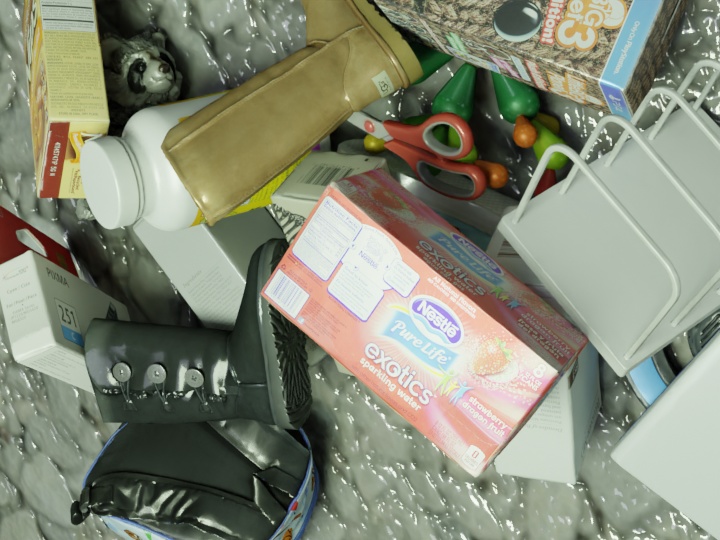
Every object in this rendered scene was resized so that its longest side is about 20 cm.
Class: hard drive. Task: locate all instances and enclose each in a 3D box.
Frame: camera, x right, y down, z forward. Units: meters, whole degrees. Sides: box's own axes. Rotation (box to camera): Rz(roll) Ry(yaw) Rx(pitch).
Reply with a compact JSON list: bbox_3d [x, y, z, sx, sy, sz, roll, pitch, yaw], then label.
[{"bbox_3d":[0.304,0.117,0.976,0.132,0.025,0.201,37,124,5],"label":"hard drive"}]

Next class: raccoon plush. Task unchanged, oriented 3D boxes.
[{"bbox_3d":[-0.234,-0.137,1.185,0.199,0.097,0.135,-22,88,32],"label":"raccoon plush"}]

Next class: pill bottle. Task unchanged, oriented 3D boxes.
[{"bbox_3d":[-0.131,-0.094,1.064,0.104,0.199,0.105,30,129,47],"label":"pill bottle"}]

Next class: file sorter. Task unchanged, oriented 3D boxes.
[{"bbox_3d":[0.225,-0.054,0.867,0.139,0.199,0.125,52,156,17],"label":"file sorter"}]

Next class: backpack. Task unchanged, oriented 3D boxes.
[{"bbox_3d":[-0.137,0.199,1.184,0.189,0.201,0.154,21,157,24],"label":"backpack"}]

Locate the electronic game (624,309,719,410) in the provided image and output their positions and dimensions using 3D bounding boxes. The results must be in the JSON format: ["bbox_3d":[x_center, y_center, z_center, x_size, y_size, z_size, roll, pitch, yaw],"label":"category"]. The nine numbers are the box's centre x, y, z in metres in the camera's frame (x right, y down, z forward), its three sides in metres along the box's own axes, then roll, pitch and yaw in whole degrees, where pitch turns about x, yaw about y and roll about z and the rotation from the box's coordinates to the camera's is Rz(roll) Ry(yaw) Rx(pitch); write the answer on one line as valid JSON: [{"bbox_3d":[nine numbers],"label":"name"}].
[{"bbox_3d":[0.296,0.053,0.990,0.198,0.042,0.202,9,110,25],"label":"electronic game"}]

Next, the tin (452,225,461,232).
[{"bbox_3d":[0.061,0.045,1.024,0.042,0.113,0.201,11,146,20],"label":"tin"}]

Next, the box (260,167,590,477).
[{"bbox_3d":[0.046,0.030,0.879,0.200,0.095,0.103,39,114,12],"label":"box"}]

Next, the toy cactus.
[{"bbox_3d":[0.089,-0.150,1.019,0.199,0.102,0.166,24,98,22],"label":"toy cactus"}]

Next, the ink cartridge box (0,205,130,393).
[{"bbox_3d":[-0.279,0.020,1.185,0.044,0.200,0.177,-23,70,7],"label":"ink cartridge box"}]

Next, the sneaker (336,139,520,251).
[{"bbox_3d":[0.058,-0.042,1.067,0.199,0.074,0.082,28,114,18],"label":"sneaker"}]

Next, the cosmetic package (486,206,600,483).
[{"bbox_3d":[0.143,0.060,0.997,0.073,0.102,0.201,4,129,23],"label":"cosmetic package"}]

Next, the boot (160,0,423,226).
[{"bbox_3d":[-0.072,-0.147,0.986,0.199,0.175,0.066,-34,134,-3],"label":"boot"}]

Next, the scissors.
[{"bbox_3d":[0.018,-0.105,1.009,0.199,0.014,0.074,19,134,38],"label":"scissors"}]

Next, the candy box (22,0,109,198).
[{"bbox_3d":[-0.265,-0.178,1.123,0.116,0.055,0.201,120,142,-53],"label":"candy box"}]

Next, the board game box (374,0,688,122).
[{"bbox_3d":[0.137,-0.223,0.918,0.199,0.097,0.161,23,91,19],"label":"board game box"}]

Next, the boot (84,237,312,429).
[{"bbox_3d":[-0.146,0.054,1.094,0.198,0.066,0.167,1,99,26],"label":"boot"}]

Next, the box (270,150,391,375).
[{"bbox_3d":[0.000,0.000,1.067,0.082,0.068,0.201,9,134,35],"label":"box"}]

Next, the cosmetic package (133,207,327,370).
[{"bbox_3d":[-0.104,0.009,1.155,0.074,0.102,0.201,-37,89,31],"label":"cosmetic package"}]
